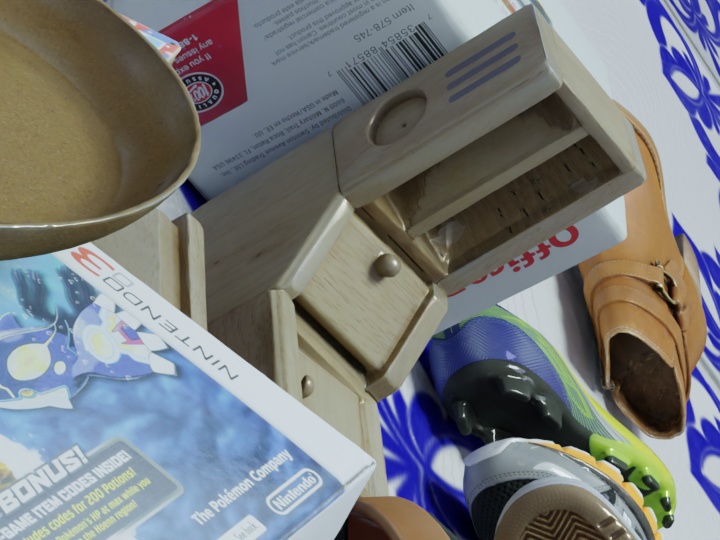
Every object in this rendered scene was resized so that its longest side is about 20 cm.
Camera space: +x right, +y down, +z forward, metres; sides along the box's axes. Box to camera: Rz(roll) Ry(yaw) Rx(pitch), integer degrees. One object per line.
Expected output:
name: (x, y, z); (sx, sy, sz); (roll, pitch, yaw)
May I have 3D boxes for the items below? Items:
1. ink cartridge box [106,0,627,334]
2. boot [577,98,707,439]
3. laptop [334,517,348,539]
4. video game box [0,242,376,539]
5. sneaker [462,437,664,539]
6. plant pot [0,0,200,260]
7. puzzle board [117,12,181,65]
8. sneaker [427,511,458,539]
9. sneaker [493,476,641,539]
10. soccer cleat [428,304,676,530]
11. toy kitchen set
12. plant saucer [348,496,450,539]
ink cartridge box: (0.006, -0.089, 0.960); (0.200, 0.145, 0.145); (50, 25, -31)
boot: (0.151, -0.008, 1.292); (0.200, 0.074, 0.155); (50, 30, -23)
laptop: (-0.102, 0.082, 0.586); (0.177, 0.200, 0.103); (-88, -179, -49)
video game box: (-0.113, 0.042, 0.555); (0.182, 0.047, 0.200); (34, 26, 12)
sneaker: (0.109, 0.164, 1.006); (0.200, 0.078, 0.077); (55, 32, -16)
plant pot: (-0.142, -0.057, 0.586); (0.200, 0.027, 0.200); (20, 26, -10)
puzzle board: (-0.151, -0.075, 0.661); (0.151, 0.017, 0.200); (27, 25, 3)
sneaker: (0.061, 0.199, 0.882); (0.104, 0.060, 0.200); (36, 29, -50)
sneaker: (0.113, 0.154, 0.882); (0.200, 0.071, 0.112); (63, 17, -16)
soccer cleat: (0.103, 0.075, 1.100); (0.200, 0.065, 0.084); (41, 28, -42)
toy kitchen set: (0.000, 0.000, 0.800); (0.163, 0.180, 0.200); (45, 24, -35)
plant saucer: (0.018, 0.170, 0.673); (0.032, 0.200, 0.200); (-2, 59, -19)
